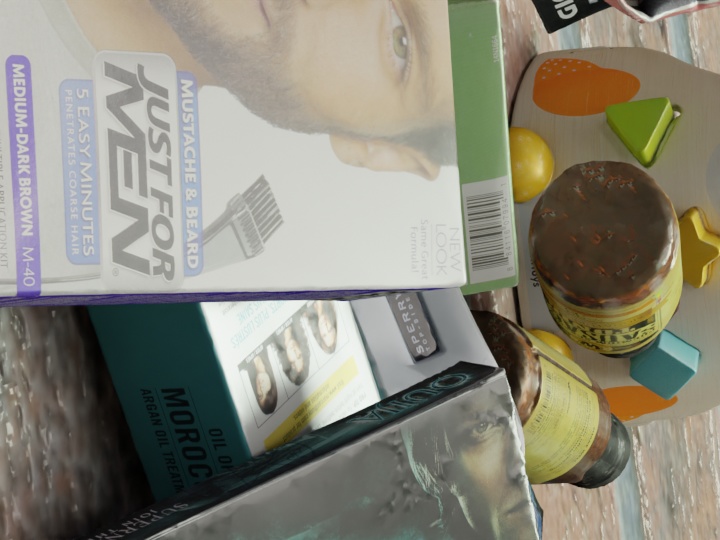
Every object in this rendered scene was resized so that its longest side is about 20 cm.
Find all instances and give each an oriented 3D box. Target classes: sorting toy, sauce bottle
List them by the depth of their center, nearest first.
[{"bbox_3d":[0.114,0.003,1.261,0.200,0.066,0.066,53,36,-74],"label":"sauce bottle"},{"bbox_3d":[0.079,0.068,1.296,0.200,0.066,0.066,35,53,-63],"label":"sauce bottle"},{"bbox_3d":[0.173,-0.017,1.401,0.107,0.180,0.200,-22,105,-69],"label":"sorting toy"}]

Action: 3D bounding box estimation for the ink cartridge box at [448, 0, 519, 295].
[{"bbox_3d":[0.029,-0.104,1.199,0.200,0.048,0.146,-104,-175,-53],"label":"ink cartridge box"}]

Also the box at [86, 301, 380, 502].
[{"bbox_3d":[-0.040,0.035,0.965,0.082,0.049,0.200,-42,121,-50],"label":"box"}]

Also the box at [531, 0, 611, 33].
[{"bbox_3d":[0.050,-0.239,1.229,0.199,0.050,0.200,55,16,-50],"label":"box"}]

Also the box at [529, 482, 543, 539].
[{"bbox_3d":[0.041,0.135,1.168,0.200,0.040,0.137,61,32,-66],"label":"box"}]

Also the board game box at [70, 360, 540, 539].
[{"bbox_3d":[-0.020,0.127,0.928,0.200,0.028,0.136,-23,110,-34],"label":"board game box"}]

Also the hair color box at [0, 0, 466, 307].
[{"bbox_3d":[-0.058,-0.045,0.855,0.200,0.065,0.110,-1,86,-46],"label":"hair color box"}]

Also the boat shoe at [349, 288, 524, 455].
[{"bbox_3d":[0.000,0.000,1.049,0.071,0.070,0.200,-20,87,-29],"label":"boat shoe"}]

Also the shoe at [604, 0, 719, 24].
[{"bbox_3d":[0.076,-0.155,1.102,0.200,0.072,0.091,7,32,-40],"label":"shoe"}]
